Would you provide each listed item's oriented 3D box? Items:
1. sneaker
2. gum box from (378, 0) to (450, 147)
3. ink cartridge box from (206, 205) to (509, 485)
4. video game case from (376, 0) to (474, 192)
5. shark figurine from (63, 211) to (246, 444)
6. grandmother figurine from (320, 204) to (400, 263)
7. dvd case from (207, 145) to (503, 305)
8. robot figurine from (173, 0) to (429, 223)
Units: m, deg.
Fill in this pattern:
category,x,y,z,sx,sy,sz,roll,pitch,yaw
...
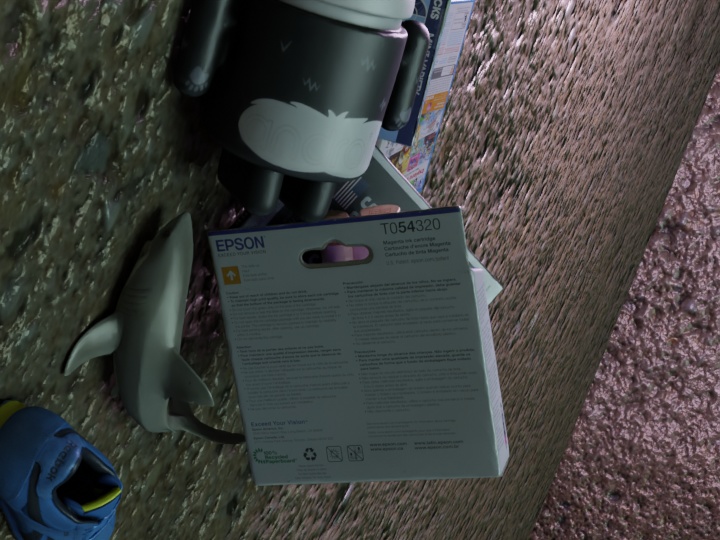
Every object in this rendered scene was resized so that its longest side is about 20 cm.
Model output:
category,x,y,z,sx,sy,sz,roll,pitch,yaw
sneaker,-0.190,0.157,0.879,0.066,0.078,0.201,-59,160,-25
gum box,0.047,-0.203,1.056,0.200,0.044,0.172,-75,180,-73
ink cartridge box,-0.001,0.055,0.959,0.043,0.194,0.203,-42,126,-67
video game case,0.050,-0.159,1.250,0.143,0.018,0.202,-27,135,-62
shark figurine,-0.132,0.081,0.939,0.128,0.089,0.216,-50,152,-36
grandmother figurine,0.013,0.054,1.009,0.061,0.119,0.203,-62,148,-69
dvd case,0.000,0.000,1.033,0.150,0.025,0.200,-47,113,-5
robot figurine,-0.037,-0.138,0.895,0.150,0.124,0.202,-26,136,-65
